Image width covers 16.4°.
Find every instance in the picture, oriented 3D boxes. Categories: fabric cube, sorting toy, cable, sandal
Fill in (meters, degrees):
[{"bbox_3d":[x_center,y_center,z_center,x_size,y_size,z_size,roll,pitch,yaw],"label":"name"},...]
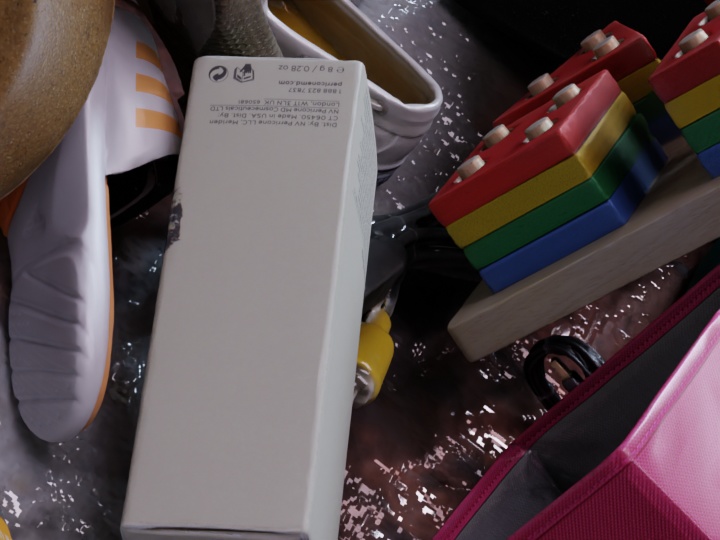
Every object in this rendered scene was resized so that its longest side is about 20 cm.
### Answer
[{"bbox_3d":[0.140,0.135,0.922,0.199,0.196,0.200,46,40,-1],"label":"fabric cube"},{"bbox_3d":[0.133,-0.071,1.041,0.070,0.200,0.199,54,33,-9],"label":"sorting toy"},{"bbox_3d":[0.000,0.000,1.053,0.097,0.050,0.200,36,27,13],"label":"cable"},{"bbox_3d":[-0.100,-0.026,0.957,0.059,0.079,0.207,14,58,-32],"label":"sandal"}]

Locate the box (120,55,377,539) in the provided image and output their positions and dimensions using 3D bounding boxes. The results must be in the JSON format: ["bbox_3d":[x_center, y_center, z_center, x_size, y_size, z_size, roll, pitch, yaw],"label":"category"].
[{"bbox_3d":[-0.037,0.023,0.919,0.068,0.082,0.200,3,58,7],"label":"box"}]

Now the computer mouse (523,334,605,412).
[{"bbox_3d":[0.142,0.105,1.054,0.200,0.059,0.034,42,48,-1],"label":"computer mouse"}]

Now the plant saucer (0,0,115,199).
[{"bbox_3d":[-0.184,-0.103,0.866,0.200,0.200,0.035,34,4,-12],"label":"plant saucer"}]

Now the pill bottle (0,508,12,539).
[{"bbox_3d":[-0.167,0.088,0.772,0.116,0.116,0.200,-4,60,-41],"label":"pill bottle"}]

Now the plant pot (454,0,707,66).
[{"bbox_3d":[0.196,-0.174,1.191,0.177,0.200,0.199,43,39,16],"label":"plant pot"}]

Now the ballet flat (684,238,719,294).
[{"bbox_3d":[0.204,-0.015,1.194,0.073,0.073,0.200,36,40,-10],"label":"ballet flat"}]

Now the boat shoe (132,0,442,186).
[{"bbox_3d":[-0.044,-0.125,1.081,0.200,0.070,0.071,47,41,2],"label":"boat shoe"}]

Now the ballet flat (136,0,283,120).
[{"bbox_3d":[-0.054,-0.100,0.975,0.046,0.200,0.067,-41,58,-15],"label":"ballet flat"}]
